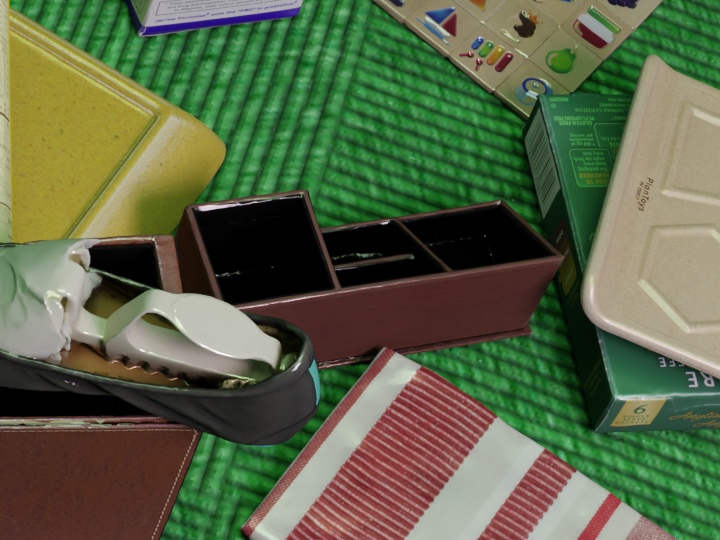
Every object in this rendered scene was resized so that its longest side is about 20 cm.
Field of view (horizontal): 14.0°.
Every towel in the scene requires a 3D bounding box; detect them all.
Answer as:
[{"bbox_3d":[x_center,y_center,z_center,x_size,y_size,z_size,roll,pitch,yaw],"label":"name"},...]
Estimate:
[{"bbox_3d":[0.056,0.144,1.513,0.200,0.023,0.144,34,58,9],"label":"towel"}]

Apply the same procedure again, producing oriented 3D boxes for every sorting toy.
[{"bbox_3d":[0.220,-0.007,1.598,0.199,0.037,0.186,25,53,-9],"label":"sorting toy"}]

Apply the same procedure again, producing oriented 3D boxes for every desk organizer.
[{"bbox_3d":[0.000,0.000,1.552,0.199,0.077,0.072,-9,61,-21],"label":"desk organizer"}]

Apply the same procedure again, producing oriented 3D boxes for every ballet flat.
[{"bbox_3d":[-0.110,0.021,1.268,0.199,0.068,0.068,13,56,-7],"label":"ballet flat"}]

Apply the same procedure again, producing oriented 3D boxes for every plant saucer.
[{"bbox_3d":[-0.195,-0.061,1.554,0.199,0.049,0.200,31,55,4],"label":"plant saucer"}]

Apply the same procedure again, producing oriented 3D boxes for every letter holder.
[{"bbox_3d":[-0.165,0.079,1.380,0.141,0.200,0.101,-2,59,-17],"label":"letter holder"}]

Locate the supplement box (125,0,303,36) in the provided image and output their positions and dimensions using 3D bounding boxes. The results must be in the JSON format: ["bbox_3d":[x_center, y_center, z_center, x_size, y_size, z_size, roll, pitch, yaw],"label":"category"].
[{"bbox_3d":[-0.071,-0.231,1.603,0.103,0.200,0.102,-10,62,-21],"label":"supplement box"}]

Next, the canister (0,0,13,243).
[{"bbox_3d":[-0.242,-0.053,1.456,0.148,0.087,0.201,-2,82,2],"label":"canister"}]

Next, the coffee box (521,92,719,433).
[{"bbox_3d":[0.167,-0.006,1.624,0.122,0.044,0.201,-2,59,-19],"label":"coffee box"}]

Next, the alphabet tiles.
[{"bbox_3d":[0.074,-0.192,1.739,0.200,0.008,0.167,39,57,10],"label":"alphabet tiles"}]
